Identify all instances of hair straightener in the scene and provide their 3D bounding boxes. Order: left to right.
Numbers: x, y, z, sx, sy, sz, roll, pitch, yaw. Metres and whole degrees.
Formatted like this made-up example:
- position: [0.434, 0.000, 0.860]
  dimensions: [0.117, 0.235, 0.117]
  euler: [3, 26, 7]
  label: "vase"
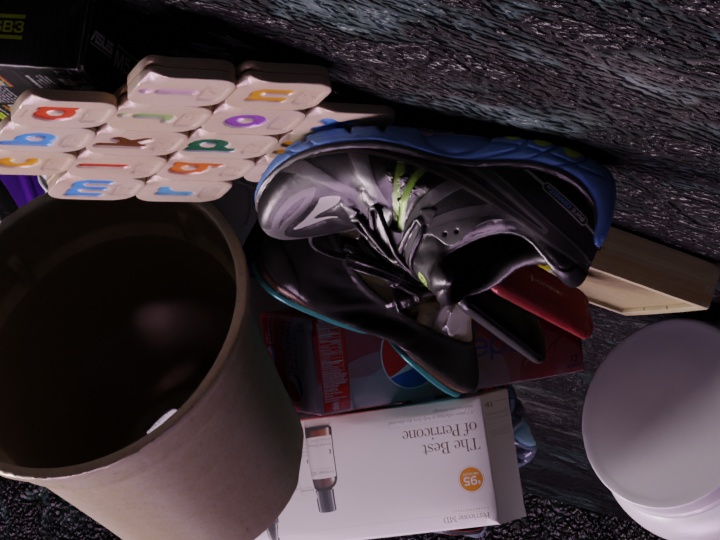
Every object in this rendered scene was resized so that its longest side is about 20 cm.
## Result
- position: [0.039, 0.009, 1.491]
  dimensions: [0.077, 0.041, 0.200]
  euler: [-33, 141, 33]
  label: "hair straightener"

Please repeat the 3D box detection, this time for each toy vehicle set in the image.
- position: [0.093, -0.018, 1.546]
  dimensions: [0.200, 0.027, 0.124]
  euler: [19, 172, -16]
  label: "toy vehicle set"

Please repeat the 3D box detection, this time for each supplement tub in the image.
- position: [0.243, 0.115, 1.731]
  dimensions: [0.145, 0.145, 0.200]
  euler: [11, 170, 36]
  label: "supplement tub"

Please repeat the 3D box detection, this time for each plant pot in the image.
- position: [-0.126, 0.075, 1.578]
  dimensions: [0.200, 0.200, 0.183]
  euler: [12, 154, 29]
  label: "plant pot"

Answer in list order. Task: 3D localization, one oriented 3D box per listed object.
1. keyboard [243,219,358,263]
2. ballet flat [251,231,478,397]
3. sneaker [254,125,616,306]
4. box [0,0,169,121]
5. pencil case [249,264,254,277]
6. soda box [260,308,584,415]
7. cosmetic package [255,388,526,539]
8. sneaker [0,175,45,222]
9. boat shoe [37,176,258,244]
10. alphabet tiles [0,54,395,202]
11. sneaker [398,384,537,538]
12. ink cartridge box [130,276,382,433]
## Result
- position: [0.000, 0.000, 1.671]
  dimensions: [0.200, 0.040, 0.104]
  euler: [8, -163, 4]
  label: "keyboard"
- position: [0.023, 0.017, 1.567]
  dimensions: [0.200, 0.068, 0.068]
  euler: [29, -160, -46]
  label: "ballet flat"
- position: [0.031, -0.026, 1.356]
  dimensions: [0.200, 0.083, 0.071]
  euler: [4, 165, 27]
  label: "sneaker"
- position: [-0.194, -0.101, 1.410]
  dimensions: [0.193, 0.048, 0.200]
  euler: [7, 170, 19]
  label: "box"
- position: [-0.045, 0.007, 1.830]
  dimensions: [0.200, 0.088, 0.088]
  euler: [17, 173, -16]
  label: "pencil case"
- position: [0.040, 0.045, 1.697]
  dimensions: [0.200, 0.063, 0.070]
  euler: [-7, -175, -30]
  label: "soda box"
- position: [-0.002, 0.128, 1.679]
  dimensions: [0.200, 0.083, 0.051]
  euler: [-10, 180, 24]
  label: "cosmetic package"
- position: [-0.199, -0.045, 1.700]
  dimensions: [0.200, 0.100, 0.070]
  euler: [22, 173, -32]
  label: "sneaker"
- position: [-0.155, -0.063, 1.602]
  dimensions: [0.200, 0.069, 0.072]
  euler: [19, 172, -16]
  label: "boat shoe"
- position: [-0.091, -0.070, 1.370]
  dimensions: [0.196, 0.015, 0.200]
  euler: [1, 165, -21]
  label: "alphabet tiles"
- position: [0.072, 0.100, 1.780]
  dimensions: [0.096, 0.200, 0.079]
  euler: [21, 141, -2]
  label: "sneaker"
- position: [-0.102, 0.065, 1.765]
  dimensions: [0.200, 0.083, 0.147]
  euler: [16, 150, -20]
  label: "ink cartridge box"
